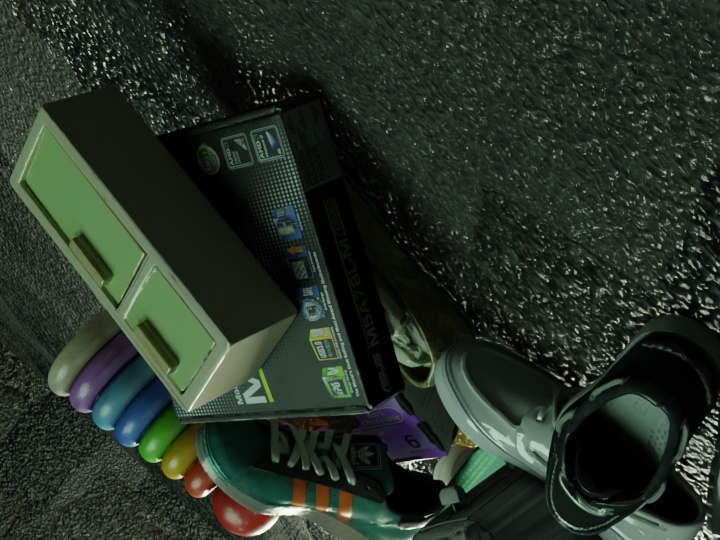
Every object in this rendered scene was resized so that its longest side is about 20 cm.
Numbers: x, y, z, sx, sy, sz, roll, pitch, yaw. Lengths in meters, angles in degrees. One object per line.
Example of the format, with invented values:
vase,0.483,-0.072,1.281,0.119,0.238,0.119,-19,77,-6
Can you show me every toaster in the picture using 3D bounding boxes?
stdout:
toaster,0.117,0.228,0.951,0.113,0.128,0.202,-25,86,53

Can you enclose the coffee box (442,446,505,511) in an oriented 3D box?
coffee box,0.151,0.212,1.062,0.200,0.044,0.123,40,129,10

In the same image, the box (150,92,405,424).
box,-0.077,-0.001,0.939,0.192,0.047,0.202,-8,103,41

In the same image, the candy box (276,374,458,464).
candy box,-0.041,0.061,1.072,0.167,0.072,0.200,-15,126,39

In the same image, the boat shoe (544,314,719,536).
boat shoe,0.139,0.101,0.798,0.075,0.060,0.201,33,143,15

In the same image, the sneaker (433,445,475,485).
sneaker,0.146,0.208,1.132,0.200,0.075,0.081,41,149,0

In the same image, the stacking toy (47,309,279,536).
stacking toy,-0.139,0.122,1.067,0.200,0.085,0.085,44,163,7

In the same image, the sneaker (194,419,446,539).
sneaker,-0.023,0.142,1.035,0.199,0.072,0.080,27,128,-30

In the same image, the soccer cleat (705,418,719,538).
soccer cleat,0.235,0.146,0.785,0.073,0.068,0.201,2,128,26

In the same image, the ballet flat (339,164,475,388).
ballet flat,0.000,0.000,0.955,0.200,0.071,0.071,49,162,-16

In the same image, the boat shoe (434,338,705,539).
boat shoe,0.137,0.104,0.911,0.199,0.074,0.066,36,147,10

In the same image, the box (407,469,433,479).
box,0.112,0.299,1.344,0.200,0.104,0.182,49,161,-15

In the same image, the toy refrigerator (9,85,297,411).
toy refrigerator,-0.137,-0.016,0.907,0.200,0.070,0.076,50,133,14
